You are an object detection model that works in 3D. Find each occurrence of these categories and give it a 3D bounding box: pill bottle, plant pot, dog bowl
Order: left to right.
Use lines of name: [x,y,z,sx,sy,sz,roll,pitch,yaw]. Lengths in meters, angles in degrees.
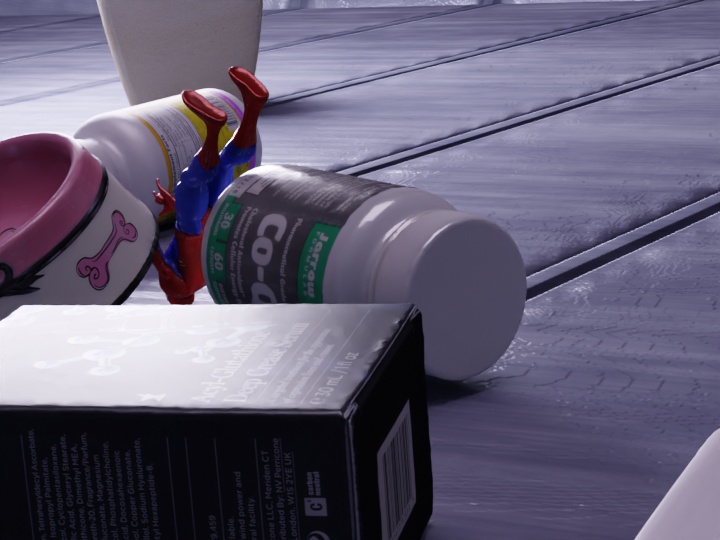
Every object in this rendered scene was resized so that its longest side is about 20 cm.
dog bowl: [-0.229,-0.010,1.033,0.200,0.074,0.200,-20,31,13]
pill bottle: [-0.181,-0.092,1.435,0.104,0.105,0.200,7,18,34]
plant pot: [-0.219,-0.281,2.031,0.199,0.178,0.200,-6,14,-9]
pill bottle: [0.000,0.000,1.016,0.113,0.113,0.200,-14,17,-36]

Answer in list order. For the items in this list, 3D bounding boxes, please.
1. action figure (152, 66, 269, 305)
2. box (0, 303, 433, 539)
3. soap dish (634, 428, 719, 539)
action figure: [-0.123,-0.058,1.108,0.099,0.200,0.065,40,48,24]
box: [-0.080,0.084,0.720,0.199,0.107,0.148,-1,15,13]
soap dish: [0.170,0.122,0.562,0.157,0.082,0.200,3,16,25]
